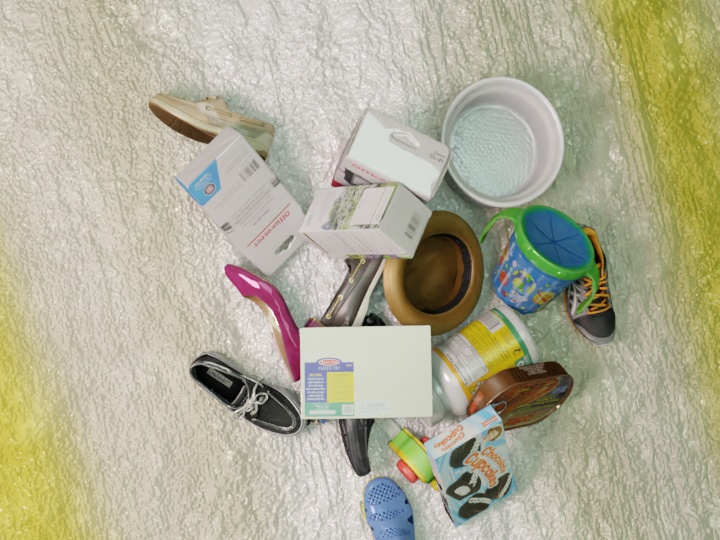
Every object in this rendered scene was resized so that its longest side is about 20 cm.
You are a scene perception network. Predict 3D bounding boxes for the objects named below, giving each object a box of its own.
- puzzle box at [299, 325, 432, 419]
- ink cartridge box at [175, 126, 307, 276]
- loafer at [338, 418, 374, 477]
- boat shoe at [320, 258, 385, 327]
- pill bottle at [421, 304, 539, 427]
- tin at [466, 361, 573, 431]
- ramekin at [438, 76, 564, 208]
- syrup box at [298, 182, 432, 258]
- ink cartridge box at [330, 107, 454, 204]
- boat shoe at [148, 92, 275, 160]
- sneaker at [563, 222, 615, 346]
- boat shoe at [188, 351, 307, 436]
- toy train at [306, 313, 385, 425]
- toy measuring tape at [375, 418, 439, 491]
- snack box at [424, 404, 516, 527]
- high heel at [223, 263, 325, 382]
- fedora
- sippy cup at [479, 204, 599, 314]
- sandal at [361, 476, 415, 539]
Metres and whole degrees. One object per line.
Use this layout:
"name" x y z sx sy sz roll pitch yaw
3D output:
"puzzle box" 0.007 0.149 1.557 0.195 0.025 0.136 0 85 -2
"ink cartridge box" -0.172 -0.102 1.605 0.116 0.067 0.201 -44 122 -9
"loafer" -0.001 0.209 1.599 0.069 0.068 0.205 -9 92 -7
"boat shoe" 0.000 0.000 1.639 0.060 0.072 0.204 23 85 -9
"pill bottle" 0.167 0.151 1.627 0.198 0.113 0.114 -32 89 -9
"tin" 0.243 0.194 1.614 0.197 0.042 0.113 -4 128 -40
"ramekin" 0.214 -0.194 1.671 0.196 0.098 0.205 1 84 -7
"syrup box" 0.004 -0.072 1.568 0.081 0.198 0.080 37 68 -32
"ink cartridge box" 0.042 -0.155 1.593 0.145 0.200 0.087 25 82 -4
"boat shoe" -0.228 -0.234 1.634 0.197 0.072 0.066 22 76 -9
"sneaker" 0.363 0.021 1.682 0.077 0.077 0.204 -17 89 -10
"boat shoe" -0.170 0.190 1.595 0.198 0.068 0.074 37 98 -1
"toy train" -0.022 0.158 1.644 0.046 0.034 0.202 36 82 -13
"toy measuring tape" 0.065 0.262 1.626 0.073 0.074 0.201 -41 91 -9
"snack box" 0.168 0.296 1.586 0.115 0.202 0.037 -28 47 -9
"high heel" -0.145 0.078 1.620 0.199 0.067 0.097 39 77 -13
"fedora" 0.100 0.003 1.632 0.198 0.081 0.205 -2 93 -35
"sippy cup" 0.272 -0.007 1.635 0.138 0.131 0.179 -6 53 -34
"sandal" 0.057 0.411 1.605 0.078 0.087 0.204 -18 86 -7
